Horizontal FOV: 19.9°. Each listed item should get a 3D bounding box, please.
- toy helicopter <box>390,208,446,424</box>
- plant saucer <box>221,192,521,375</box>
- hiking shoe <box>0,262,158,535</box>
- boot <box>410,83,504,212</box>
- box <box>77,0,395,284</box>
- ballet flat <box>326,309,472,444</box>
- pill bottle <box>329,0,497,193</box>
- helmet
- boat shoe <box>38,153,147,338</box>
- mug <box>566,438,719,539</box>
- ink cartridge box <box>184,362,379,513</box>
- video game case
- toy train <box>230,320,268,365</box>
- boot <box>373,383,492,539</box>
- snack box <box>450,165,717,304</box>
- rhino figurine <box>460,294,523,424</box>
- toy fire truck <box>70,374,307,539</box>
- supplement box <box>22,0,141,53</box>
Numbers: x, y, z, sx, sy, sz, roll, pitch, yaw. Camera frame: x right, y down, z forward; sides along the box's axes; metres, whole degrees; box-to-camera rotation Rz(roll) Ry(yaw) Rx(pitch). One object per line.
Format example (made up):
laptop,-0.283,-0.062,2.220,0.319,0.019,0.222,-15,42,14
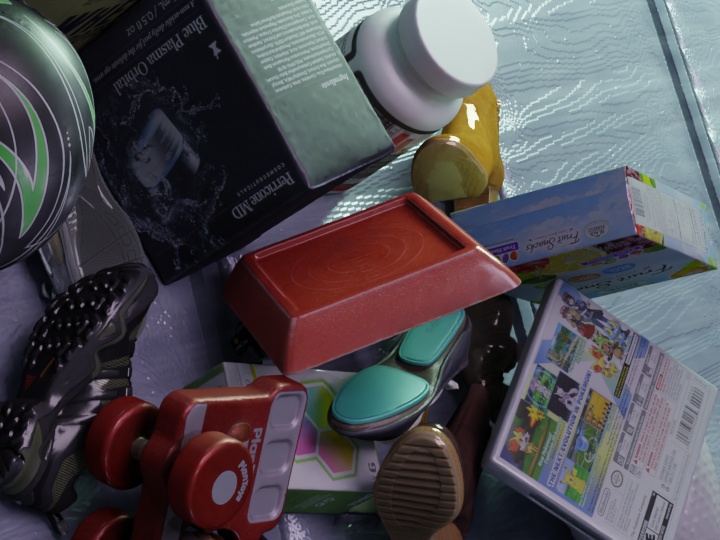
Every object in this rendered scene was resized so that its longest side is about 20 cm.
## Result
toy helicopter,0.052,0.043,1.769,0.132,0.078,0.201,42,53,-66
plant saucer,0.000,0.000,1.624,0.199,0.200,0.037,-22,113,-11
hiking shoe,-0.200,0.090,1.503,0.101,0.076,0.201,47,66,-38
boot,0.090,-0.127,1.886,0.201,0.070,0.145,55,33,-63
box,-0.112,-0.127,1.635,0.117,0.196,0.201,-29,88,-48
ballet flat,0.036,0.098,1.656,0.073,0.073,0.200,53,40,-7
pill bottle,0.018,-0.157,1.778,0.116,0.200,0.116,23,53,-34
helmet,-0.282,-0.099,1.454,0.190,0.200,0.201,33,47,-24
boat shoe,-0.225,-0.032,1.577,0.074,0.065,0.203,-24,88,-50
mug,0.254,0.196,1.864,0.200,0.147,0.176,6,62,-78
ink cartridge box,-0.041,0.138,1.653,0.199,0.059,0.104,8,61,-41
video game case,0.205,0.131,1.723,0.182,0.022,0.201,34,53,-13
toy train,-0.044,0.028,1.737,0.046,0.034,0.200,50,40,6
boot,0.067,0.149,1.677,0.072,0.201,0.167,14,47,12
snack box,0.198,-0.025,1.789,0.200,0.168,0.068,13,65,-59
rhino figurine,0.118,0.070,1.850,0.087,0.060,0.201,21,55,-40
toy fire truck,-0.112,0.177,1.487,0.168,0.112,0.201,1,103,-51
supplement box,-0.258,-0.273,1.575,0.134,0.199,0.201,-30,89,-48
